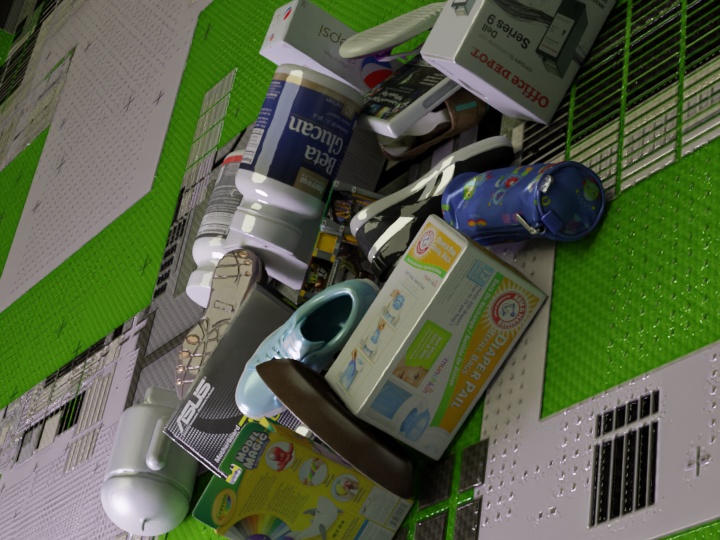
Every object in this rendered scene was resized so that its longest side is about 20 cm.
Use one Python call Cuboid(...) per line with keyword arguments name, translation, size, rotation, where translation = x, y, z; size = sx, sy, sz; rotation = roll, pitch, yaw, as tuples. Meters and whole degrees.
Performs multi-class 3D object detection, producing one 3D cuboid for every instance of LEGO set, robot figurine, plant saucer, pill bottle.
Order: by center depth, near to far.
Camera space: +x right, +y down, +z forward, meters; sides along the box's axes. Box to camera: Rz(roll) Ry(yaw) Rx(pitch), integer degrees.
Cuboid(name="plant saucer", translation=(-0.019, 0.148, 1.509), size=(0.032, 0.200, 0.200), rotation=(-50, 27, 3))
Cuboid(name="LEGO set", translation=(0.000, 0.000, 1.759), size=(0.154, 0.115, 0.201), rotation=(105, -178, -60))
Cuboid(name="pill bottle", translation=(-0.079, -0.126, 1.773), size=(0.111, 0.110, 0.202), rotation=(15, 84, 63))
Cuboid(name="robot figurine", translation=(-0.261, 0.247, 1.935), size=(0.170, 0.112, 0.202), rotation=(109, 173, -58))
Cuboid(name="pill bottle", translation=(-0.155, -0.048, 2.033), size=(0.115, 0.115, 0.202), rotation=(-16, 52, 55))

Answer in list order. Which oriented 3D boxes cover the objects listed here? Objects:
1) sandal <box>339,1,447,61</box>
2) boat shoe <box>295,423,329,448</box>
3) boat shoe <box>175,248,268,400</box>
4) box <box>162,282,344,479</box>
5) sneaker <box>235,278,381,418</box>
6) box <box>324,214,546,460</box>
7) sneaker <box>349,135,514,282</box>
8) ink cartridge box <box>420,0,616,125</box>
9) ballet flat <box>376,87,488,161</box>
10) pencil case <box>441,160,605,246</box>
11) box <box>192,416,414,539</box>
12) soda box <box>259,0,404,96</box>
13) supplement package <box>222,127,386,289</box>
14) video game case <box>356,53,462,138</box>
Cuboid(name="sandal", translation=(0.060, -0.282, 1.869), size=(0.202, 0.050, 0.082), rotation=(-30, 22, -38))
Cuboid(name="boat shoe", translation=(-0.046, 0.251, 1.585), size=(0.071, 0.072, 0.202), rotation=(20, 105, 37))
Cuboid(name="boat shoe", translation=(-0.157, 0.076, 1.858), size=(0.074, 0.073, 0.202), rotation=(21, 84, 32))
Cuboid(name="box", translation=(-0.088, 0.148, 1.668), size=(0.201, 0.193, 0.047), rotation=(-56, -15, 8))
Cuboid(name="sneaker", translation=(-0.066, 0.077, 1.599), size=(0.200, 0.082, 0.074), rotation=(-46, 73, 10))
Cuboid(name="box", translation=(0.073, 0.065, 1.518), size=(0.201, 0.112, 0.101), rotation=(-57, 26, 6))
Cuboid(name="sneaker", translation=(0.097, -0.051, 1.656), size=(0.199, 0.073, 0.113), rotation=(-31, 70, 8))
Cuboid(name="ink cartridge box", translation=(0.178, -0.276, 1.629), size=(0.201, 0.145, 0.084), rotation=(-62, 28, 0))
Cuboid(name="ballet flat", translation=(0.065, -0.168, 1.797), size=(0.199, 0.072, 0.068), rotation=(-14, 96, 51))
Cuboid(name="pencil case", translation=(0.157, -0.063, 1.531), size=(0.087, 0.078, 0.199), rotation=(-43, 18, -22))
Cuboid(name="box", translation=(-0.059, 0.227, 1.500), size=(0.118, 0.199, 0.048), rotation=(-58, 27, 4))
Cuboid(name="soda box", translation=(-0.022, -0.253, 1.899), size=(0.063, 0.199, 0.069), rotation=(-13, 52, 57))
Cuboid(name="supplement package", translation=(-0.066, -0.094, 1.912), size=(0.119, 0.121, 0.202), rotation=(-8, 57, 58))
Cuboid(name="video game case", translation=(0.078, -0.222, 1.788), size=(0.181, 0.023, 0.200), rotation=(-38, 17, -7))
